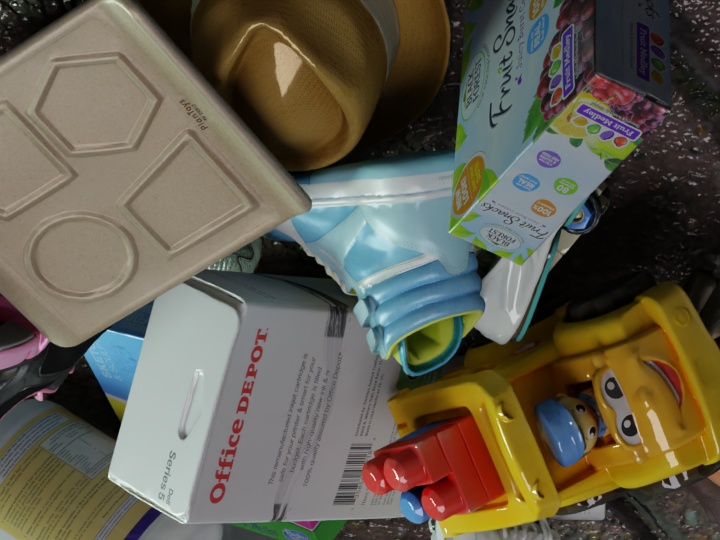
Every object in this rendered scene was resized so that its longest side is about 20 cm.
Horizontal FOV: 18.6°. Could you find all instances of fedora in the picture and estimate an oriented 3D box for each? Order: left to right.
[{"bbox_3d":[-0.042,-0.121,1.267,0.200,0.082,0.201,4,137,4],"label":"fedora"}]

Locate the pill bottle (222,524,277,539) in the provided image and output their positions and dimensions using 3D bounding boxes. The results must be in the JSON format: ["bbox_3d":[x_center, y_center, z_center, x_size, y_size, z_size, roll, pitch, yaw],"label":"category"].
[{"bbox_3d":[-0.135,0.262,1.709,0.116,0.116,0.200,33,133,-25],"label":"pill bottle"}]

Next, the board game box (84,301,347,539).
[{"bbox_3d":[-0.105,0.103,1.536,0.153,0.040,0.200,12,141,35],"label":"board game box"}]

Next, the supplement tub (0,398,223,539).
[{"bbox_3d":[-0.216,0.181,1.571,0.200,0.145,0.145,30,140,16],"label":"supplement tub"}]

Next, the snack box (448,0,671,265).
[{"bbox_3d":[0.109,-0.122,1.194,0.053,0.200,0.142,23,135,-17],"label":"snack box"}]

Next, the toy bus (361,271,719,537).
[{"bbox_3d":[0.105,0.098,1.355,0.200,0.192,0.136,-19,93,55],"label":"toy bus"}]

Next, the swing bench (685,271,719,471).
[{"bbox_3d":[0.320,0.055,1.412,0.199,0.130,0.200,18,142,-12],"label":"swing bench"}]

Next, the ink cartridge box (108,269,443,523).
[{"bbox_3d":[-0.048,0.080,1.403,0.084,0.146,0.200,23,-168,41],"label":"ink cartridge box"}]

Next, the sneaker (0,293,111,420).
[{"bbox_3d":[-0.198,0.034,1.421,0.079,0.200,0.095,27,127,24],"label":"sneaker"}]

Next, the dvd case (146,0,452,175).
[{"bbox_3d":[-0.067,-0.132,1.340,0.200,0.025,0.150,26,135,-18],"label":"dvd case"}]

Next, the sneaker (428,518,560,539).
[{"bbox_3d":[0.093,0.181,1.520,0.081,0.075,0.200,-15,152,9],"label":"sneaker"}]

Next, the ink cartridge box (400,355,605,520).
[{"bbox_3d":[0.074,0.118,1.556,0.200,0.067,0.117,0,139,7],"label":"ink cartridge box"}]

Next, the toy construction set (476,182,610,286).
[{"bbox_3d":[0.076,-0.045,1.374,0.131,0.092,0.200,40,126,3],"label":"toy construction set"}]

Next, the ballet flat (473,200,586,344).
[{"bbox_3d":[0.099,-0.041,1.287,0.069,0.069,0.200,17,125,-10],"label":"ballet flat"}]

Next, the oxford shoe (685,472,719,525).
[{"bbox_3d":[0.300,0.166,1.586,0.200,0.071,0.073,38,146,-20],"label":"oxford shoe"}]

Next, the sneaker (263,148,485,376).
[{"bbox_3d":[0.000,0.000,1.322,0.080,0.131,0.200,-13,-176,-32],"label":"sneaker"}]

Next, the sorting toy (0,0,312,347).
[{"bbox_3d":[-0.156,-0.057,1.263,0.200,0.036,0.185,-27,125,21],"label":"sorting toy"}]

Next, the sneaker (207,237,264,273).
[{"bbox_3d":[-0.134,-0.040,1.391,0.078,0.082,0.200,-3,148,34],"label":"sneaker"}]
